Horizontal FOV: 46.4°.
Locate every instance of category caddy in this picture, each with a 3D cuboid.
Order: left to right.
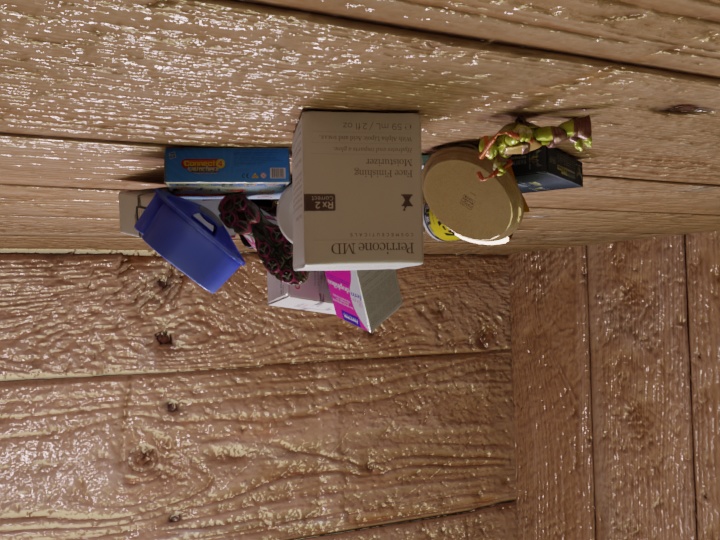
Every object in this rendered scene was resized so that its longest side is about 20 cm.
[{"bbox_3d":[-0.281,-0.057,1.411,0.200,0.105,0.141,41,177,-33],"label":"caddy"}]

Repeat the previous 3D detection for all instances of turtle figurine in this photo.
[{"bbox_3d":[0.229,-0.178,1.159,0.159,0.065,0.200,-9,169,-1],"label":"turtle figurine"}]

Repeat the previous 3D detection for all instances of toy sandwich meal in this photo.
[{"bbox_3d":[0.193,-0.128,1.385,0.203,0.206,0.070,-4,-144,43],"label":"toy sandwich meal"}]

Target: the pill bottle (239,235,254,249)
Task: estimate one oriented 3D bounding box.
[{"bbox_3d":[-0.187,-0.105,2.018,0.198,0.114,0.111,0,177,-43],"label":"pill bottle"}]

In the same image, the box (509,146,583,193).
[{"bbox_3d":[0.285,-0.172,1.465,0.156,0.052,0.199,-4,176,31],"label":"box"}]

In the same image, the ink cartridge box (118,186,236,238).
[{"bbox_3d":[-0.350,-0.107,1.598,0.144,0.085,0.199,-10,-164,-42],"label":"ink cartridge box"}]

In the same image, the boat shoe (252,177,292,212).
[{"bbox_3d":[-0.159,-0.143,1.621,0.197,0.072,0.070,-2,-178,24],"label":"boat shoe"}]

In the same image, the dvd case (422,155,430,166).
[{"bbox_3d":[0.037,-0.180,1.502,0.144,0.022,0.200,-1,179,-6],"label":"dvd case"}]

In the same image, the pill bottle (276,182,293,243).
[{"bbox_3d":[-0.060,-0.104,1.436,0.112,0.116,0.200,-2,-172,15],"label":"pill bottle"}]

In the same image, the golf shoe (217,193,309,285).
[{"bbox_3d":[-0.154,-0.055,1.441,0.073,0.200,0.092,-45,170,7],"label":"golf shoe"}]

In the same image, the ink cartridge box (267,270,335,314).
[{"bbox_3d":[-0.089,0.003,1.702,0.198,0.149,0.082,10,159,-38],"label":"ink cartridge box"}]

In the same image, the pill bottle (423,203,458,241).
[{"bbox_3d":[0.225,-0.126,1.760,0.113,0.116,0.199,0,177,-29],"label":"pill bottle"}]

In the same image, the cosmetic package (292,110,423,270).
[{"bbox_3d":[-0.009,-0.103,1.163,0.162,0.203,0.165,-1,178,-10],"label":"cosmetic package"}]

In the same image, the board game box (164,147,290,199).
[{"bbox_3d":[-0.222,-0.160,1.406,0.197,0.057,0.196,-1,178,-9],"label":"board game box"}]

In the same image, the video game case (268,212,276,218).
[{"bbox_3d":[-0.163,-0.111,1.708,0.198,0.023,0.181,-8,-167,-36],"label":"video game case"}]

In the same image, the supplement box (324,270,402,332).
[{"bbox_3d":[0.000,0.000,1.603,0.101,0.202,0.103,21,-131,40],"label":"supplement box"}]

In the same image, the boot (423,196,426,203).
[{"bbox_3d":[0.102,-0.132,1.528,0.197,0.077,0.074,-3,176,8],"label":"boot"}]
